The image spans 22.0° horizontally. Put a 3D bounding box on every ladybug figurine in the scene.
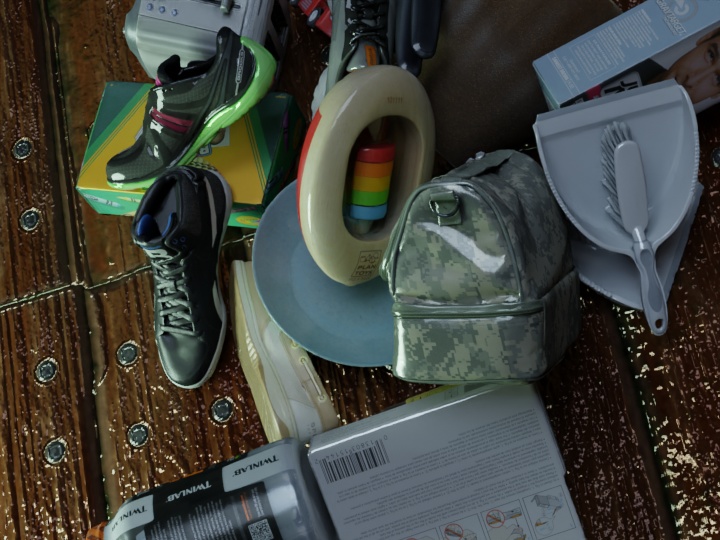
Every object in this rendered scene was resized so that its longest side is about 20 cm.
[{"bbox_3d":[-0.002,-0.085,1.604,0.072,0.135,0.202,30,115,45],"label":"ladybug figurine"}]

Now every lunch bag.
[{"bbox_3d":[0.102,-0.007,1.529,0.138,0.200,0.170,1,100,20],"label":"lunch bag"}]

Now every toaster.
[{"bbox_3d":[-0.142,-0.232,1.771,0.128,0.200,0.115,12,79,7],"label":"toaster"}]

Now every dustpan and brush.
[{"bbox_3d":[0.230,-0.045,1.557,0.138,0.202,0.057,-15,21,-8],"label":"dustpan and brush"},{"bbox_3d":[0.187,-0.053,1.634,0.198,0.057,0.141,14,70,22],"label":"dustpan and brush"}]

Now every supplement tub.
[{"bbox_3d":[-0.124,0.230,1.569,0.198,0.123,0.123,-21,61,6],"label":"supplement tub"}]

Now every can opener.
[{"bbox_3d":[0.050,-0.253,1.642,0.078,0.064,0.202,10,59,-13],"label":"can opener"}]

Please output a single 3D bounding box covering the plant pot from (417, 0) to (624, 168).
[{"bbox_3d":[0.128,-0.191,1.675,0.200,0.187,0.187,-46,61,6],"label":"plant pot"}]

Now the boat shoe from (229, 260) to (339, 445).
[{"bbox_3d":[-0.070,0.073,1.664,0.068,0.074,0.201,-10,56,-14],"label":"boat shoe"}]

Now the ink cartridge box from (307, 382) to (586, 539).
[{"bbox_3d":[0.077,0.193,1.547,0.198,0.045,0.178,-19,101,7],"label":"ink cartridge box"}]

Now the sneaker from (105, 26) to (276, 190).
[{"bbox_3d":[-0.165,-0.150,1.692,0.200,0.084,0.077,-40,17,19],"label":"sneaker"}]

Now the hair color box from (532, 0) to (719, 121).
[{"bbox_3d":[0.257,-0.177,1.594,0.199,0.099,0.061,-28,51,1],"label":"hair color box"}]

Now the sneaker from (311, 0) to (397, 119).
[{"bbox_3d":[0.005,-0.215,1.669,0.073,0.079,0.202,7,89,-15],"label":"sneaker"}]

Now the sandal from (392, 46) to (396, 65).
[{"bbox_3d":[0.028,-0.179,1.741,0.054,0.080,0.201,27,81,37],"label":"sandal"}]

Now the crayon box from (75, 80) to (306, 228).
[{"bbox_3d":[-0.162,-0.111,1.779,0.198,0.058,0.120,6,68,19],"label":"crayon box"}]

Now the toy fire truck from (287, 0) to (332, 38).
[{"bbox_3d":[-0.011,-0.302,1.790,0.141,0.049,0.200,-52,28,9],"label":"toy fire truck"}]

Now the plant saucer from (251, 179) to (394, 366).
[{"bbox_3d":[0.000,0.000,1.666,0.199,0.039,0.203,3,65,-6],"label":"plant saucer"}]

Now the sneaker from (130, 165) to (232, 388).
[{"bbox_3d":[-0.172,0.004,1.667,0.072,0.112,0.202,3,87,22],"label":"sneaker"}]

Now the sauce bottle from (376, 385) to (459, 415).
[{"bbox_3d":[0.058,0.138,1.592,0.198,0.065,0.065,-21,61,8],"label":"sauce bottle"}]
